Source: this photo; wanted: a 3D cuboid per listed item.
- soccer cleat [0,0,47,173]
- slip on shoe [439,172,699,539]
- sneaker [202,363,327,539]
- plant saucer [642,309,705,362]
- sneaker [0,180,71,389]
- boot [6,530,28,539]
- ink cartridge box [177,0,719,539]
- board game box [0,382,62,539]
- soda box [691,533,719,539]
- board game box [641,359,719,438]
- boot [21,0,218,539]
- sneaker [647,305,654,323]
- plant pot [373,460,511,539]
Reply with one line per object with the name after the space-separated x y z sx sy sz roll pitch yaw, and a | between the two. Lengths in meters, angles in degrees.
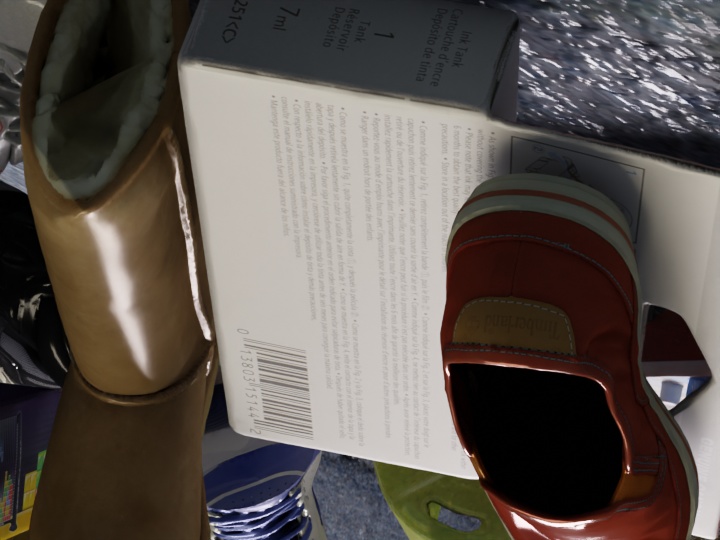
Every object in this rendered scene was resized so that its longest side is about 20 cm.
-0.133 -0.075 0.823 0.068 0.086 0.200 24 173 -14 | soccer cleat
0.059 0.054 0.665 0.074 0.062 0.201 5 146 17 | slip on shoe
-0.044 0.103 1.005 0.080 0.116 0.199 -14 -176 -6 | sneaker
0.203 0.055 0.869 0.199 0.037 0.200 14 172 12 | plant saucer
-0.112 0.032 0.966 0.113 0.076 0.200 24 167 24 | sneaker
-0.191 0.071 0.957 0.174 0.066 0.200 2 -144 -36 | boot
0.039 0.001 0.693 0.175 0.045 0.201 12 146 10 | ink cartridge box
-0.215 0.066 0.779 0.164 0.057 0.200 5 -177 11 | board game box
0.163 0.110 0.995 0.068 0.064 0.199 33 -153 29 | soda box
0.159 0.073 0.824 0.199 0.026 0.200 17 169 -24 | board game box
-0.086 0.022 0.746 0.066 0.176 0.200 2 150 0 | boot
0.036 -0.011 0.812 0.199 0.076 0.115 28 175 -17 | sneaker
0.096 0.106 1.107 0.199 0.201 0.184 19 165 28 | plant pot
